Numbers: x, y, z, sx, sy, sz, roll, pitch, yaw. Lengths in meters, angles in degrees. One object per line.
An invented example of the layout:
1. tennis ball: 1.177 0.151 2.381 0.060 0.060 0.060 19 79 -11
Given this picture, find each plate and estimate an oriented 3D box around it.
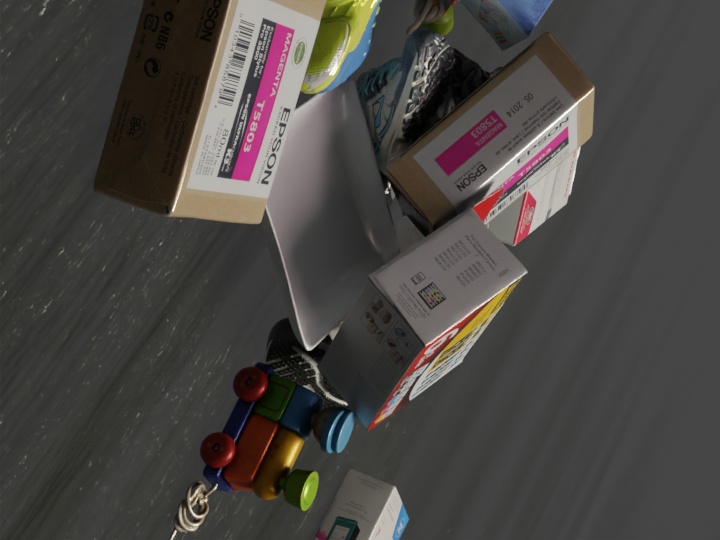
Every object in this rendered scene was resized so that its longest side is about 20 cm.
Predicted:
1. plate: -0.039 -0.057 1.486 0.199 0.032 0.202 -41 122 -52

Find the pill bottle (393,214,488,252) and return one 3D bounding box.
1. pill bottle: 0.073 0.012 1.748 0.113 0.112 0.201 -51 166 -43

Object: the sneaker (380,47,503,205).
1. sneaker: 0.079 -0.140 1.669 0.076 0.113 0.201 72 40 -71

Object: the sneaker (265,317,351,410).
1. sneaker: -0.046 0.080 1.644 0.200 0.073 0.081 50 34 -63

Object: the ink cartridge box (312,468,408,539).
1. ink cartridge box: -0.020 0.352 1.930 0.201 0.067 0.116 -63 158 -21

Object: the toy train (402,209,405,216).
1. toy train: 0.107 -0.116 1.832 0.114 0.085 0.202 39 71 -79

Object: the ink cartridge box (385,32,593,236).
1. ink cartridge box: 0.127 -0.115 1.552 0.200 0.075 0.165 -40 168 0

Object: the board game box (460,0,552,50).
1. board game box: 0.125 -0.346 1.534 0.199 0.043 0.201 47 53 -18

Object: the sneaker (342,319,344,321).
1. sneaker: 0.000 0.000 1.631 0.200 0.074 0.091 31 63 -62

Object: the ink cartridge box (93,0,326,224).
1. ink cartridge box: -0.111 -0.141 1.240 0.165 0.075 0.202 0 107 -68

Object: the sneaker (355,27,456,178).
1. sneaker: 0.028 -0.163 1.541 0.078 0.086 0.201 -46 165 -31

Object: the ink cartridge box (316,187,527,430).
1. ink cartridge box: 0.069 0.036 1.510 0.175 0.084 0.200 -34 167 -27

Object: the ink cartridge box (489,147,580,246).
1. ink cartridge box: 0.210 -0.136 2.070 0.200 0.083 0.146 -35 139 -59

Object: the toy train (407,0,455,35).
1. toy train: 0.078 -0.272 1.608 0.201 0.084 0.116 -58 173 -29

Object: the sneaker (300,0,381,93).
1. sneaker: -0.012 -0.244 1.429 0.201 0.075 0.105 -61 171 -6

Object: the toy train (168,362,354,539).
1. toy train: -0.092 0.197 1.530 0.201 0.115 0.085 -64 159 -18
